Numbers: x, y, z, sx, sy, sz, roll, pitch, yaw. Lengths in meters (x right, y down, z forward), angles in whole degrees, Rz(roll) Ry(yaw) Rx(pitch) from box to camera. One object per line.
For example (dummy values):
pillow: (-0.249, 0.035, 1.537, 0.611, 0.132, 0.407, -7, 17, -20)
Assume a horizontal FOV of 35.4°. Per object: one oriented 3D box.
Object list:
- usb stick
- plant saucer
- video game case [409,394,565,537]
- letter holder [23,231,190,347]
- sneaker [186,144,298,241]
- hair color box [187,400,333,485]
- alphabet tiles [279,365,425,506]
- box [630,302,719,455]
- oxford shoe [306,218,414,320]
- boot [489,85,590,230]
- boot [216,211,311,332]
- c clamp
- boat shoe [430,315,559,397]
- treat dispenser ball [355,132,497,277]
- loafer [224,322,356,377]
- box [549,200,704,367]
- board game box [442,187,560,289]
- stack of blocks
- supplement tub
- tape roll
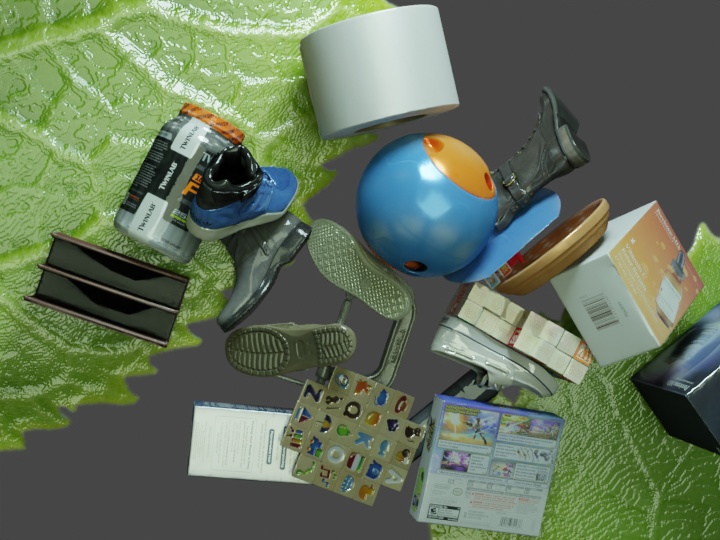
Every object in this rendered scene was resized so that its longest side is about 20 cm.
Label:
usb stick: (0.121, 0.215, 1.666, 0.199, 0.033, 0.056, -38, 97, -6)
plant saucer: (0.278, -0.027, 1.601, 0.200, 0.200, 0.038, -39, 90, -6)
video game case: (0.186, 0.286, 1.653, 0.198, 0.045, 0.183, 11, 96, -17)
letter holder: (-0.342, 0.026, 1.535, 0.198, 0.142, 0.101, 20, 88, -8)
sneaker: (-0.144, -0.121, 1.510, 0.077, 0.112, 0.199, 42, 43, 21)
hair color box: (-0.144, 0.246, 1.610, 0.198, 0.061, 0.101, 6, 90, -9)
alphabet tiles: (-0.009, 0.236, 1.606, 0.199, 0.006, 0.168, 24, 83, -19)
box: (0.534, 0.152, 1.645, 0.198, 0.200, 0.124, -39, 97, -7)
oxford shoe: (0.000, 0.000, 1.618, 0.200, 0.058, 0.075, 40, 108, 19)
boot: (0.238, -0.166, 1.645, 0.174, 0.201, 0.069, -36, 122, 24)
boot: (-0.174, -0.022, 1.607, 0.131, 0.070, 0.201, 37, 80, 1)
c clamp: (-0.012, 0.098, 1.646, 0.170, 0.027, 0.201, 25, 87, -8)
boat shoe: (0.192, 0.140, 1.629, 0.199, 0.072, 0.066, 32, 77, -12)
treat dispenser ball: (0.092, -0.091, 1.572, 0.199, 0.201, 0.203, 0, 91, -9)
loafer: (-0.095, 0.112, 1.602, 0.198, 0.067, 0.077, -1, 86, 17)
box: (0.385, 0.017, 1.617, 0.153, 0.106, 0.200, 58, 42, -6)
board game box: (0.207, -0.039, 1.622, 0.200, 0.158, 0.039, -41, 114, -7)
stack of blocks: (0.231, 0.088, 1.640, 0.199, 0.115, 0.059, 30, 86, -8)
supplement tub: (-0.246, -0.121, 1.558, 0.122, 0.122, 0.201, 27, 87, -8)
tape roll: (0.027, -0.271, 1.560, 0.201, 0.203, 0.140, -15, 93, -8)
